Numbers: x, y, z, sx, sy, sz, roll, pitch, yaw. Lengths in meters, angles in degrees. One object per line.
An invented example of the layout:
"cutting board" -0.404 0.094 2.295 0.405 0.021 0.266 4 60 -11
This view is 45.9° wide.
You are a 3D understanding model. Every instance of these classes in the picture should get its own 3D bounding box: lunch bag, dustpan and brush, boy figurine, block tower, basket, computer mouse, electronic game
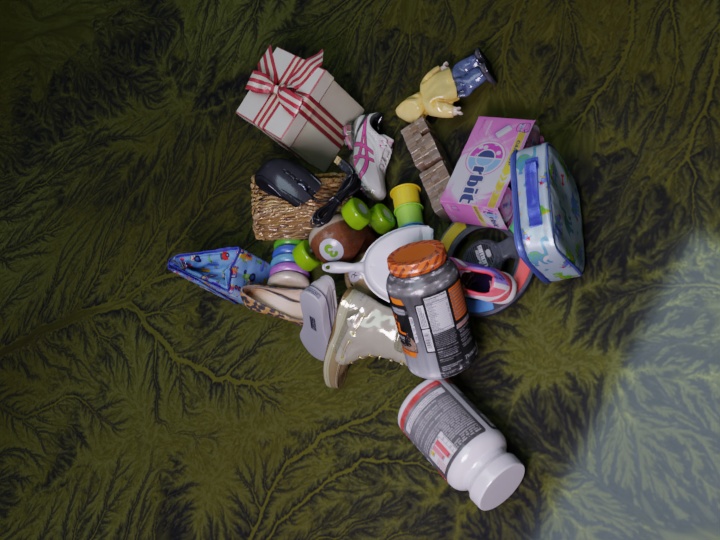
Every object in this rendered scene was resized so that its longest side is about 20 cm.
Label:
"lunch bag" 0.299 -0.094 1.371 0.082 0.160 0.203 -12 66 28
"dustpan and brush" 0.028 -0.007 1.472 0.197 0.057 0.142 0 87 6
"boy figurine" 0.161 -0.337 1.622 0.199 0.064 0.126 -31 57 21
"block tower" 0.139 -0.190 1.583 0.057 0.054 0.202 -30 58 20
"lunch bag" -0.283 0.012 1.720 0.198 0.150 0.095 6 74 35
"basket" -0.113 -0.153 1.634 0.197 0.143 0.151 0 67 -3
"computer mouse" -0.096 -0.174 1.528 0.199 0.046 0.140 35 69 31
"electronic game" 0.213 -0.016 1.472 0.198 0.042 0.203 -13 64 29

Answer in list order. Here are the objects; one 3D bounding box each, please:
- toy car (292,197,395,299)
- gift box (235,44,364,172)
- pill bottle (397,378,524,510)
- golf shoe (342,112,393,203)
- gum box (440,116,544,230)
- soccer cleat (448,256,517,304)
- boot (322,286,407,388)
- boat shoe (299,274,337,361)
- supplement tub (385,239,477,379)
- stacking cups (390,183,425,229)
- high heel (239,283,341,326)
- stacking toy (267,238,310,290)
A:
"toy car" 0.000 0.000 1.551 0.164 0.157 0.202 -38 67 27
"gift box" -0.125 -0.347 1.738 0.183 0.186 0.202 28 88 37
"pill bottle" 0.158 0.272 1.344 0.116 0.116 0.200 -50 52 6
"golf shoe" 0.024 -0.227 1.662 0.091 0.072 0.202 -26 59 21
"gum box" 0.234 -0.178 1.486 0.112 0.066 0.202 11 65 35
"soccer cleat" 0.163 0.011 1.428 0.198 0.073 0.069 13 86 38
"boot" 0.021 0.143 1.508 0.153 0.072 0.202 20 116 12
"boat shoe" -0.070 0.086 1.547 0.071 0.202 0.066 27 54 27
"supplement tub" 0.112 0.062 1.368 0.121 0.202 0.123 -14 21 5
"stacking cups" 0.093 -0.058 1.559 0.060 0.060 0.203 -18 64 26
"high heel" -0.126 0.060 1.602 0.198 0.142 0.072 -3 69 32
"stacking toy" -0.140 -0.050 1.706 0.084 0.085 0.202 -17 56 27
